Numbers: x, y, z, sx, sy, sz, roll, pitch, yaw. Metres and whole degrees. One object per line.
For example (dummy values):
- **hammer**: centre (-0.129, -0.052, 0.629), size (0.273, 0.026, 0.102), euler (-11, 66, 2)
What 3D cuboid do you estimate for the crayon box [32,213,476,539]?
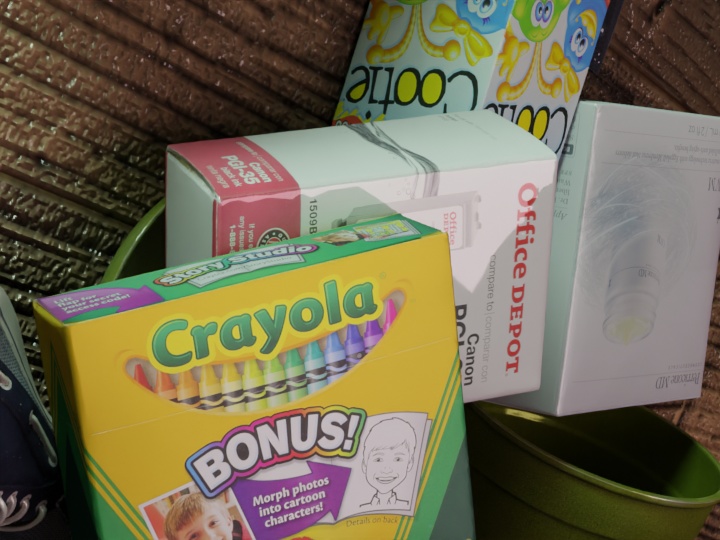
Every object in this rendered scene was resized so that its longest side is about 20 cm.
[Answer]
- **crayon box**: centre (-0.047, 0.078, 0.966), size (0.200, 0.058, 0.173), euler (-14, 111, -23)

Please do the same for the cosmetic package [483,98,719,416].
- **cosmetic package**: centre (0.146, -0.014, 1.305), size (0.199, 0.123, 0.200), euler (-1, 101, -54)

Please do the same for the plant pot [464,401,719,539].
- **plant pot**: centre (0.127, 0.192, 1.362), size (0.200, 0.200, 0.193), euler (-1, 117, -53)

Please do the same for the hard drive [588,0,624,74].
- **hard drive**: centre (0.156, -0.239, 1.275), size (0.135, 0.042, 0.200), euler (17, 90, -67)

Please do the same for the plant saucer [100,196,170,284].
- **plant saucer**: centre (-0.090, 0.031, 1.107), size (0.200, 0.031, 0.200), euler (-27, 127, -43)

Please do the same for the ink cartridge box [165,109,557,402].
- **ink cartridge box**: centre (0.000, 0.000, 1.053), size (0.200, 0.083, 0.147), euler (-8, 115, -24)

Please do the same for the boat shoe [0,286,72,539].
- **boat shoe**: centre (-0.183, 0.104, 0.953), size (0.093, 0.075, 0.200), euler (-80, 156, -53)

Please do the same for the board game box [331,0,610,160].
- **board game box**: centre (0.070, -0.136, 1.176), size (0.103, 0.105, 0.200), euler (13, 95, -54)
